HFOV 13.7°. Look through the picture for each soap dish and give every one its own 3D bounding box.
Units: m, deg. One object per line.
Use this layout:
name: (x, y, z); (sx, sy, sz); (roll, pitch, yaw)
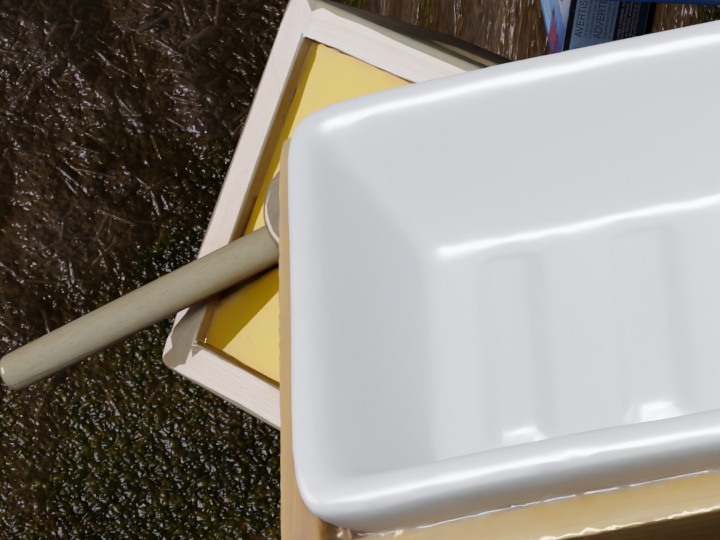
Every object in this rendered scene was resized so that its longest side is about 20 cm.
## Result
soap dish: (0.078, 0.013, 0.823); (0.081, 0.200, 0.157); (64, -161, -49)

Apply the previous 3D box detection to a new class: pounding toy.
pounding toy: (0.000, 0.000, 1.142); (0.200, 0.142, 0.184); (26, 100, 38)

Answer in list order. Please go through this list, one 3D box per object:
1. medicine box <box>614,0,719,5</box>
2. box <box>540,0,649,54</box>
medicine box: (0.116, -0.198, 0.941); (0.200, 0.103, 0.182); (114, 159, -77)
box: (0.107, -0.192, 1.382); (0.200, 0.038, 0.137); (-95, 9, -56)
